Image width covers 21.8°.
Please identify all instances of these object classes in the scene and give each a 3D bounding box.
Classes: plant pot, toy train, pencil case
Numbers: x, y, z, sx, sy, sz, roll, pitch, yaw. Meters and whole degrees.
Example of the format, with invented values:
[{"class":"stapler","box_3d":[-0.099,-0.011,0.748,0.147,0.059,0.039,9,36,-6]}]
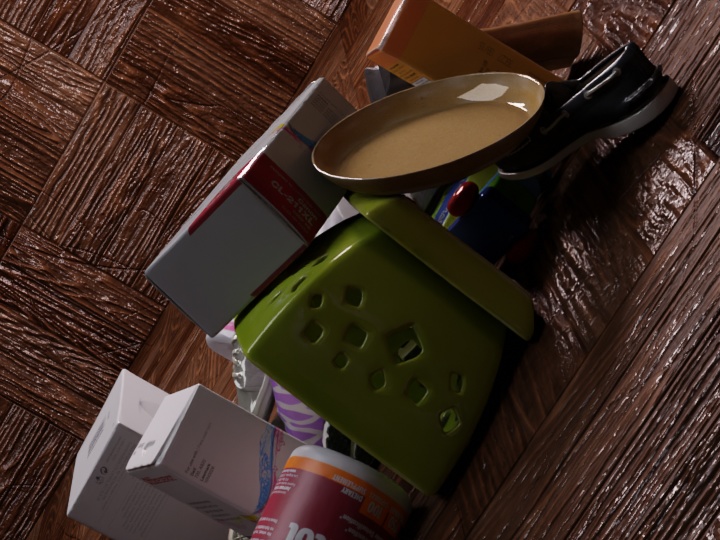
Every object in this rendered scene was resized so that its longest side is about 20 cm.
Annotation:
[{"class":"plant pot","box_3d":[0.058,-0.109,1.533,0.198,0.028,0.200,-16,23,7]},{"class":"toy train","box_3d":[0.097,-0.027,1.704,0.200,0.084,0.116,-49,6,45]},{"class":"plant pot","box_3d":[0.024,0.042,1.559,0.182,0.199,0.199,-53,10,2]},{"class":"pencil case","box_3d":[-0.053,0.089,1.807,0.086,0.083,0.201,48,154,48]}]

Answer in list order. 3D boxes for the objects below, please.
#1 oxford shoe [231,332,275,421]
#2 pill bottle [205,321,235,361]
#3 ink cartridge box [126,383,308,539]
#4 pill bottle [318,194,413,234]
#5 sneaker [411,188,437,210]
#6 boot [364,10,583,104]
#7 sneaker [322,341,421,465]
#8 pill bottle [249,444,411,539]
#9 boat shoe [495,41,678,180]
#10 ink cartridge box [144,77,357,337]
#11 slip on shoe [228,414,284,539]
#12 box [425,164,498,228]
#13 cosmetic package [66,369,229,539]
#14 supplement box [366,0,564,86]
[{"class":"oxford shoe","box_3d":[-0.104,0.089,1.870,0.075,0.057,0.202,115,167,-86]},{"class":"pill bottle","box_3d":[-0.079,0.004,1.983,0.202,0.113,0.113,-70,14,-15]},{"class":"ink cartridge box","box_3d":[-0.097,0.189,1.691,0.085,0.199,0.145,-63,12,-16]},{"class":"pill bottle","box_3d":[0.000,0.000,1.831,0.201,0.108,0.110,103,-174,-49]},{"class":"sneaker","box_3d":[0.069,-0.124,1.825,0.200,0.075,0.088,-44,15,46]},{"class":"boot","box_3d":[0.108,-0.199,1.824,0.189,0.198,0.069,105,152,-68]},{"class":"sneaker","box_3d":[0.014,0.093,1.770,0.201,0.073,0.080,-61,7,-10]},{"class":"pill bottle","box_3d":[-0.045,0.254,1.525,0.201,0.112,0.113,-65,12,-18]},{"class":"boat shoe","box_3d":[0.173,-0.132,1.553,0.199,0.060,0.074,-22,25,52]},{"class":"ink cartridge box","box_3d":[-0.079,-0.057,1.605,0.146,0.083,0.200,-43,8,35]},{"class":"slip on shoe","box_3d":[-0.078,0.212,1.894,0.061,0.074,0.201,104,-170,-64]},{"class":"box","box_3d":[0.096,-0.059,1.858,0.123,0.047,0.200,-62,11,-9]},{"class":"cosmetic package","box_3d":[-0.204,0.231,2.053,0.124,0.199,0.199,-60,11,9]},{"class":"supplement box","box_3d":[0.108,-0.174,1.699,0.067,0.199,0.069,-61,8,-8]}]
